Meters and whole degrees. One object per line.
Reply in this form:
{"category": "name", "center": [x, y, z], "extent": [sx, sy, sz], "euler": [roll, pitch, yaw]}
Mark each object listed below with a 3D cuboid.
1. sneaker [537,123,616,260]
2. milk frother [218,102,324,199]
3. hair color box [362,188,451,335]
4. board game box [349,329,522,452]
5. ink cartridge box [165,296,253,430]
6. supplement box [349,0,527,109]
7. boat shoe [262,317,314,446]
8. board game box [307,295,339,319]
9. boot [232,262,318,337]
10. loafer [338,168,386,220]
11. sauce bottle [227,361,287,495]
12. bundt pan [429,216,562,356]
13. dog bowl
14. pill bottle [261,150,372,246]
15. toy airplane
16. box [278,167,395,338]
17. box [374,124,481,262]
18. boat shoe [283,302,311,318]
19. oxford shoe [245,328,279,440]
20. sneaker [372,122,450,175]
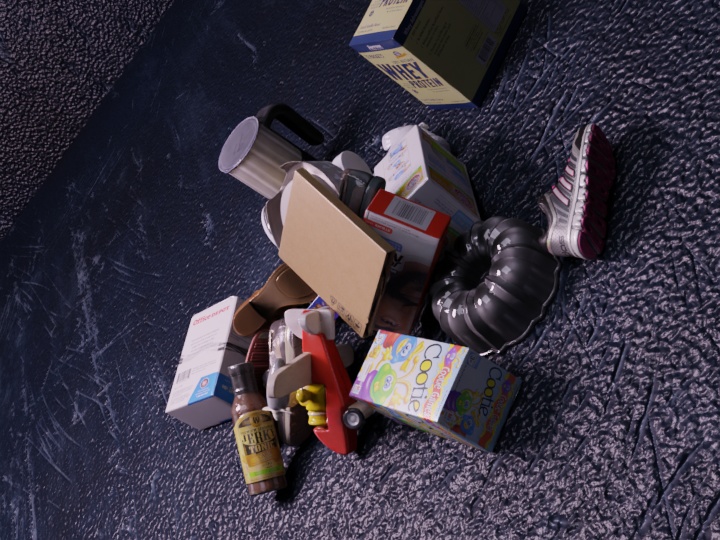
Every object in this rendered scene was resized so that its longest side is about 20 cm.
{"category": "sneaker", "center": [0.277, -0.102, 1.402], "extent": [0.087, 0.074, 0.201], "euler": [-10, 59, 43]}
{"category": "milk frother", "center": [-0.178, -0.196, 2.019], "extent": [0.200, 0.188, 0.181], "euler": [-26, 42, 41]}
{"category": "hair color box", "center": [0.047, -0.004, 1.511], "extent": [0.064, 0.111, 0.200], "euler": [-58, -14, -48]}
{"category": "board game box", "center": [0.095, 0.154, 1.403], "extent": [0.200, 0.103, 0.105], "euler": [6, 68, 56]}
{"category": "ink cartridge box", "center": [-0.253, 0.165, 1.903], "extent": [0.146, 0.084, 0.200], "euler": [-24, 44, 43]}
{"category": "supplement box", "center": [0.129, -0.401, 1.756], "extent": [0.134, 0.200, 0.200], "euler": [11, 71, 57]}
{"category": "boat shoe", "center": [-0.109, 0.169, 1.658], "extent": [0.073, 0.074, 0.201], "euler": [1, 88, 40]}
{"category": "board game box", "center": [0.000, 0.000, 1.668], "extent": [0.200, 0.045, 0.134], "euler": [-50, -2, 12]}
{"category": "boot", "center": [-0.124, 0.041, 1.761], "extent": [0.200, 0.077, 0.155], "euler": [-43, 0, -1]}
{"category": "loafer", "center": [-0.020, -0.055, 1.552], "extent": [0.072, 0.063, 0.200], "euler": [-42, -26, -61]}
{"category": "sauce bottle", "center": [-0.164, 0.241, 1.638], "extent": [0.065, 0.065, 0.201], "euler": [-23, 80, 44]}
{"category": "bundt pan", "center": [0.171, 0.012, 1.452], "extent": [0.202, 0.076, 0.202], "euler": [-35, 38, 34]}
{"category": "dog bowl", "center": [-0.069, -0.088, 1.757], "extent": [0.200, 0.059, 0.201], "euler": [21, 121, 40]}
{"category": "pill bottle", "center": [-0.073, -0.121, 1.877], "extent": [0.200, 0.112, 0.112], "euler": [-36, 37, 31]}
{"category": "toy airplane", "center": [-0.072, 0.149, 1.550], "extent": [0.141, 0.200, 0.200], "euler": [-24, 43, 25]}
{"category": "box", "center": [-0.038, -0.025, 1.502], "extent": [0.200, 0.021, 0.164], "euler": [43, 138, 29]}
{"category": "box", "center": [0.097, -0.114, 1.601], "extent": [0.101, 0.112, 0.200], "euler": [-45, 21, 20]}
{"category": "boat shoe", "center": [-0.104, 0.105, 1.769], "extent": [0.075, 0.062, 0.200], "euler": [-47, 31, 21]}
{"category": "oxford shoe", "center": [-0.165, 0.190, 1.719], "extent": [0.075, 0.070, 0.201], "euler": [-164, 80, -69]}
{"category": "sneaker", "center": [0.058, -0.160, 1.769], "extent": [0.200, 0.075, 0.115], "euler": [-45, 32, 13]}
